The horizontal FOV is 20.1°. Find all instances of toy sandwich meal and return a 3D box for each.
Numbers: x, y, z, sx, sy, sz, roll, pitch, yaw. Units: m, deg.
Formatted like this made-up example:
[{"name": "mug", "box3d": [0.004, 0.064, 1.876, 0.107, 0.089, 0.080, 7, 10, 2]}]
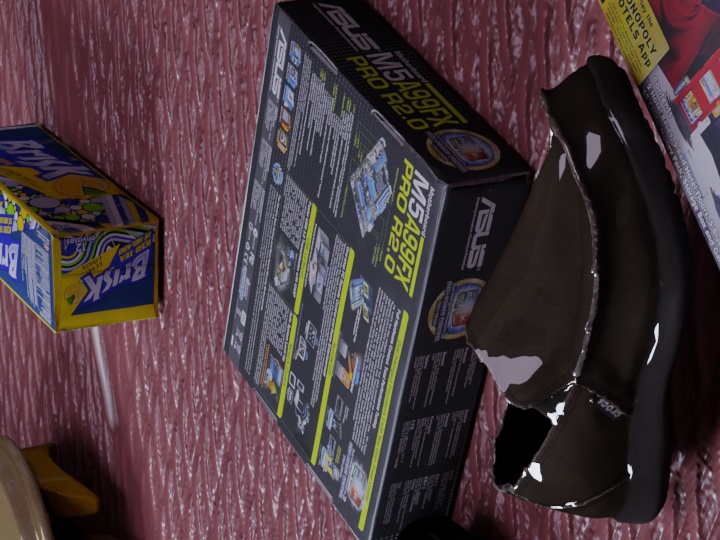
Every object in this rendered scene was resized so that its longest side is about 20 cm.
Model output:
[{"name": "toy sandwich meal", "box3d": [-0.203, 0.200, 1.344, 0.205, 0.070, 0.207, 171, 90, -67]}]

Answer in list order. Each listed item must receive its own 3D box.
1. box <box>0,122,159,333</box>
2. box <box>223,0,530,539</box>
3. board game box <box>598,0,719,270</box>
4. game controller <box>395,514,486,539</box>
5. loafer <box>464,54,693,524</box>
[{"name": "box", "box3d": [-0.194, -0.030, 1.244, 0.200, 0.070, 0.065, 36, 128, 53]}, {"name": "box", "box3d": [0.000, 0.000, 0.923, 0.160, 0.044, 0.201, 49, 139, 43]}, {"name": "board game box", "box3d": [0.164, -0.072, 0.578, 0.200, 0.061, 0.201, -51, 55, 54]}, {"name": "game controller", "box3d": [0.030, 0.200, 0.933, 0.105, 0.042, 0.201, 61, 147, 32]}, {"name": "loafer", "box3d": [0.073, 0.018, 0.712, 0.073, 0.071, 0.201, -103, 6, -52]}]
